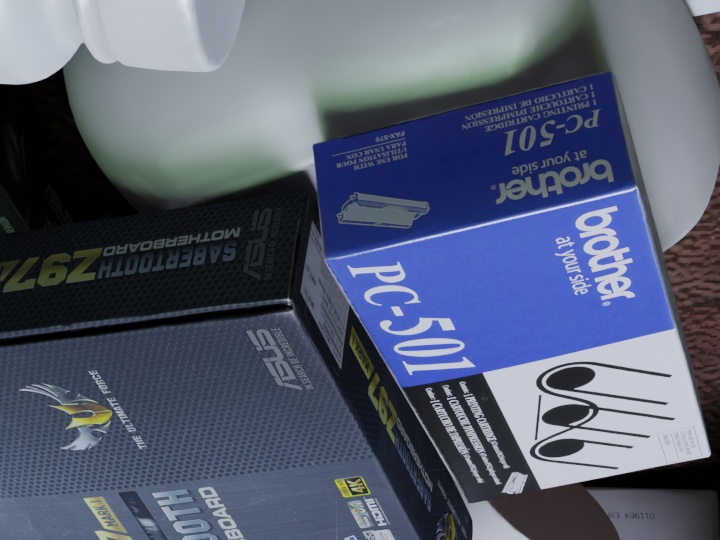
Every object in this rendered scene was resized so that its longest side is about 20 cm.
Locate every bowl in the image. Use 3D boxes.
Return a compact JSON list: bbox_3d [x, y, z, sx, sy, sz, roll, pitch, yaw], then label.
[{"bbox_3d":[0.016,-0.039,0.638,0.199,0.075,0.200,-16,148,21],"label":"bowl"}]

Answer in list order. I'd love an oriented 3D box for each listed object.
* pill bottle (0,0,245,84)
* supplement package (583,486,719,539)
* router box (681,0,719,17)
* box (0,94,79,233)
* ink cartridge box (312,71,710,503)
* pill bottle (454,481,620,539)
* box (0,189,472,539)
[{"bbox_3d":[-0.135,-0.113,0.534,0.199,0.113,0.113,6,145,7],"label":"pill bottle"},{"bbox_3d":[0.140,0.216,1.042,0.113,0.110,0.200,0,144,7],"label":"supplement package"},{"bbox_3d":[0.056,-0.155,0.585,0.179,0.049,0.200,-10,144,7],"label":"router box"},{"bbox_3d":[-0.192,0.014,0.791,0.160,0.044,0.200,-12,143,9],"label":"box"},{"bbox_3d":[0.057,0.015,0.619,0.094,0.044,0.200,-13,149,11],"label":"ink cartridge box"},{"bbox_3d":[0.031,0.182,0.906,0.114,0.114,0.200,23,114,-33],"label":"pill bottle"},{"bbox_3d":[-0.061,0.063,0.652,0.157,0.051,0.200,-7,138,17],"label":"box"}]
